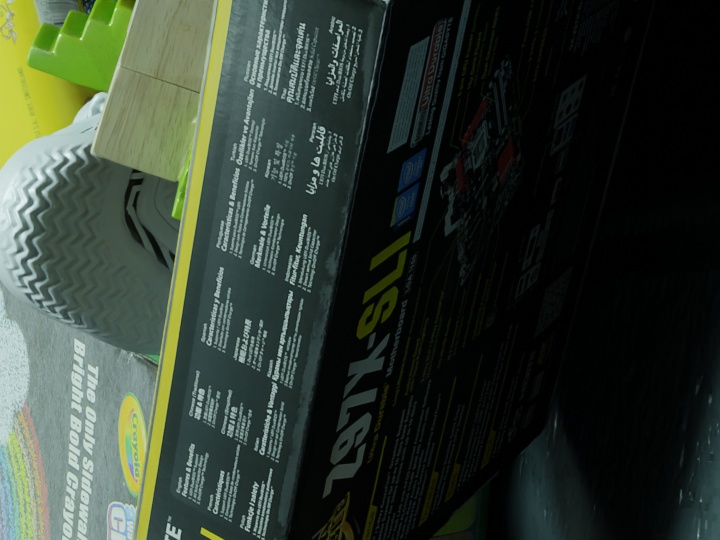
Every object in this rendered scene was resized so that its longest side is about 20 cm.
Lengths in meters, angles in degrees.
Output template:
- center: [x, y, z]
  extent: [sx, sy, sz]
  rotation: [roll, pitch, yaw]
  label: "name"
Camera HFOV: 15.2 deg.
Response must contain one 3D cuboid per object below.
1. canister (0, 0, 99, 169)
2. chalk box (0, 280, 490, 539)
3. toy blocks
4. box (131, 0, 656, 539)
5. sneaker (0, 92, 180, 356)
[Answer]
- center: [-0.132, -0.023, 1.123]
  extent: [0.149, 0.086, 0.201]
  rotation: [102, 152, -84]
  label: "canister"
- center: [-0.036, 0.067, 0.864]
  extent: [0.200, 0.123, 0.125]
  rotation: [28, 117, 51]
  label: "chalk box"
- center: [-0.022, -0.109, 0.737]
  extent: [0.200, 0.099, 0.137]
  rotation: [-87, 16, -69]
  label: "toy blocks"
- center: [0.012, -0.014, 0.679]
  extent: [0.160, 0.049, 0.201]
  rotation: [-35, -36, -49]
  label: "box"
- center: [-0.067, -0.026, 0.830]
  extent: [0.199, 0.114, 0.076]
  rotation: [-11, -70, -54]
  label: "sneaker"
